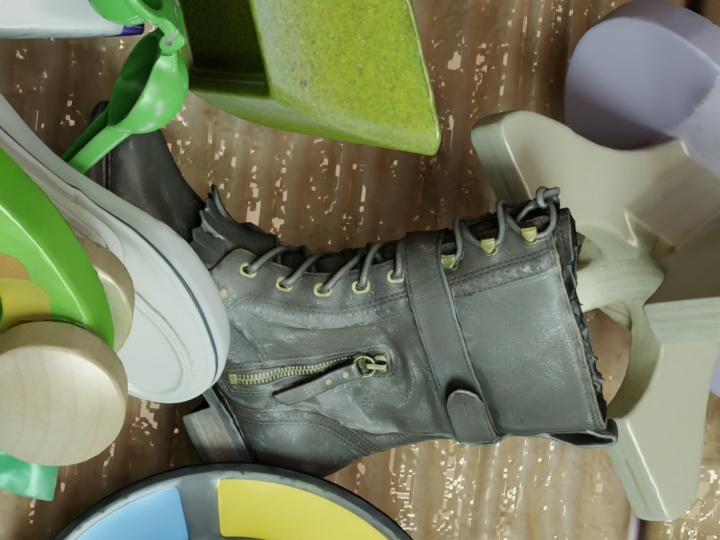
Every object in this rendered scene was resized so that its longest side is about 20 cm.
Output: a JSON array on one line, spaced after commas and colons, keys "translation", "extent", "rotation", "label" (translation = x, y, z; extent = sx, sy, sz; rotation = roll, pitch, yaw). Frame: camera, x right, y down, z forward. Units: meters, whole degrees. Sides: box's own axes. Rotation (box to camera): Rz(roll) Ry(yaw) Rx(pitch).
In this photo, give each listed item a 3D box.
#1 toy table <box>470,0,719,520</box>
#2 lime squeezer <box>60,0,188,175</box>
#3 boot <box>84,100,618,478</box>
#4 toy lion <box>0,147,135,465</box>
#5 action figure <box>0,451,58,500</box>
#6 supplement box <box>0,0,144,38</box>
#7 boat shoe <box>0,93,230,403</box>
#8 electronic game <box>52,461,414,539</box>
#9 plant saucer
[{"translation": [0.124, 0.000, 0.847], "extent": [0.117, 0.184, 0.201], "rotation": [-37, 96, -35], "label": "toy table"}, {"translation": [-0.094, -0.087, 0.695], "extent": [0.070, 0.038, 0.201], "rotation": [9, 131, 6], "label": "lime squeezer"}, {"translation": [0.000, 0.000, 0.788], "extent": [0.173, 0.069, 0.201], "rotation": [-17, 116, 17], "label": "boot"}, {"translation": [-0.196, 0.005, 0.619], "extent": [0.199, 0.069, 0.192], "rotation": [-25, 123, 15], "label": "toy lion"}, {"translation": [-0.202, 0.021, 0.748], "extent": [0.199, 0.055, 0.119], "rotation": [7, 93, -30], "label": "action figure"}, {"translation": [-0.185, -0.134, 0.719], "extent": [0.199, 0.103, 0.102], "rotation": [-3, 97, -24], "label": "supplement box"}, {"translation": [-0.119, -0.006, 0.697], "extent": [0.200, 0.072, 0.066], "rotation": [51, 29, -36], "label": "boat shoe"}, {"translation": [-0.050, 0.176, 0.790], "extent": [0.199, 0.042, 0.201], "rotation": [0, 87, -1], "label": "electronic game"}, {"translation": [-0.045, -0.138, 0.736], "extent": [0.048, 0.200, 0.201], "rotation": [-16, 101, -15], "label": "plant saucer"}]
